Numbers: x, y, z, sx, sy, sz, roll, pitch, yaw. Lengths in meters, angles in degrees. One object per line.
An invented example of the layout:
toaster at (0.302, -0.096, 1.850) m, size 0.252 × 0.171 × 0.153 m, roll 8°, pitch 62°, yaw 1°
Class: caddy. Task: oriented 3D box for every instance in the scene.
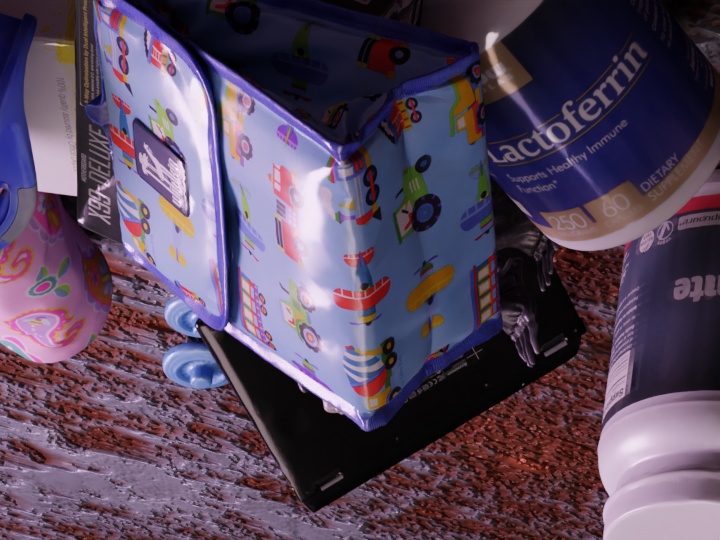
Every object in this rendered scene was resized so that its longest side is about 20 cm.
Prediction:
caddy at (-0.204, -0.046, 1.385) m, size 0.104 × 0.142 × 0.200 m, roll 21°, pitch 148°, yaw -7°

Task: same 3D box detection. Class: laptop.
laptop at (0.021, 0.040, 1.654) m, size 0.187 × 0.116 × 0.201 m, roll -31°, pitch 116°, yaw -2°

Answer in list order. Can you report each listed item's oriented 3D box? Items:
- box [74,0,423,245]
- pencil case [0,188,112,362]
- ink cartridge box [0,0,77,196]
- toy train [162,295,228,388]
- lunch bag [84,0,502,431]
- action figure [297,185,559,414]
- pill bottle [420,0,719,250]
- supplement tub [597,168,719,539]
box at (-0.055, -0.076, 1.345) m, size 0.157 × 0.050 × 0.201 m, roll 24°, pitch 137°, yaw 20°
pencil case at (-0.201, -0.021, 1.631) m, size 0.087 × 0.088 × 0.200 m, roll 3°, pitch 158°, yaw 14°
ink cartridge box at (-0.141, -0.106, 1.483) m, size 0.199 × 0.084 × 0.145 m, roll 8°, pitch 150°, yaw 5°
toy train at (-0.053, 0.003, 1.651) m, size 0.114 × 0.087 × 0.200 m, roll 2°, pitch 148°, yaw -4°
lunch bag at (-0.044, -0.047, 1.273) m, size 0.199 × 0.094 × 0.151 m, roll 26°, pitch 138°, yaw 36°
action figure at (0.000, 0.000, 1.463) m, size 0.199 × 0.102 × 0.119 m, roll 3°, pitch 129°, yaw -16°
pill bottle at (0.076, -0.112, 1.360) m, size 0.115 × 0.116 × 0.200 m, roll -16°, pitch 131°, yaw 39°
supplement tub at (0.200, 0.061, 1.543) m, size 0.139 × 0.201 × 0.141 m, roll 8°, pitch 150°, yaw 4°
